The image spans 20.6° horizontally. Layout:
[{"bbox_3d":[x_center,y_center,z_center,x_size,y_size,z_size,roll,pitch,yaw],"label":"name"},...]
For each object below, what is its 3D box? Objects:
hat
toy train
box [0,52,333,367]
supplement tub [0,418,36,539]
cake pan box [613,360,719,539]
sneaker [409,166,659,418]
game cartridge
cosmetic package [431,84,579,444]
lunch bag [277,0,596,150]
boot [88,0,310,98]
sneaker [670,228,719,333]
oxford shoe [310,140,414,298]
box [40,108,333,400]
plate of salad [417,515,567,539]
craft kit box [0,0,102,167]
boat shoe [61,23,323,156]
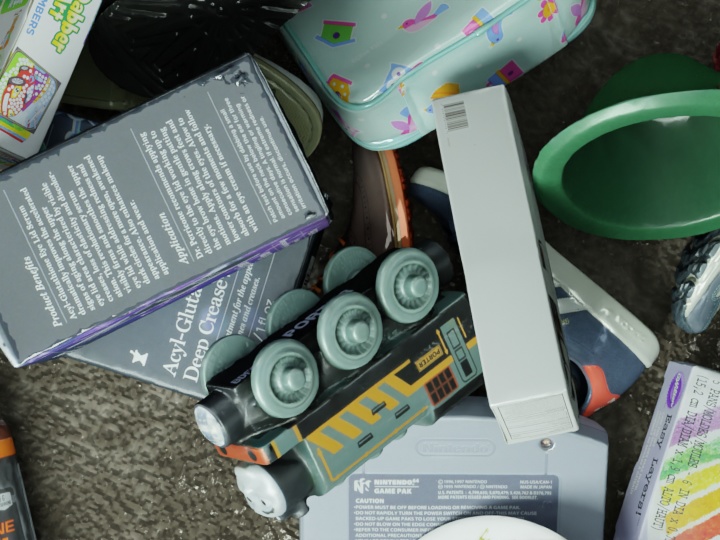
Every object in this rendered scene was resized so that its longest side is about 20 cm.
[{"bbox_3d":[0.185,-0.130,1.231,0.165,0.200,0.177,-13,62,17],"label":"hat"},{"bbox_3d":[-0.009,0.064,1.198,0.200,0.085,0.114,-37,111,-30],"label":"toy train"},{"bbox_3d":[-0.126,-0.033,1.152,0.200,0.148,0.105,-26,90,1],"label":"box"},{"bbox_3d":[-0.266,0.162,1.275,0.107,0.107,0.201,-14,89,0],"label":"supplement tub"},{"bbox_3d":[0.263,0.171,1.285,0.184,0.052,0.201,19,88,-12],"label":"cake pan box"},{"bbox_3d":[0.097,0.018,1.292,0.200,0.075,0.085,40,88,2],"label":"sneaker"},{"bbox_3d":[0.059,0.147,1.285,0.199,0.041,0.133,1,116,0],"label":"game cartridge"},{"bbox_3d":[0.089,-0.004,1.196,0.050,0.083,0.201,-12,68,5],"label":"cosmetic package"},{"bbox_3d":[0.045,-0.184,1.274,0.200,0.077,0.161,-33,58,-3],"label":"lunch bag"},{"bbox_3d":[-0.065,-0.201,1.216,0.211,0.158,0.079,-27,118,30],"label":"boot"},{"bbox_3d":[0.283,-0.032,1.292,0.086,0.078,0.200,38,90,-3],"label":"sneaker"},{"bbox_3d":[0.000,0.000,1.296,0.072,0.071,0.201,-3,89,4],"label":"oxford shoe"},{"bbox_3d":[-0.134,-0.007,1.277,0.199,0.107,0.149,17,90,1],"label":"box"},{"bbox_3d":[0.079,0.254,1.233,0.200,0.048,0.201,-3,84,29],"label":"plate of salad"},{"bbox_3d":[-0.212,-0.159,1.224,0.048,0.200,0.198,28,79,-24],"label":"craft kit box"},{"bbox_3d":[-0.114,-0.125,1.286,0.199,0.068,0.075,19,111,6],"label":"boat shoe"}]
